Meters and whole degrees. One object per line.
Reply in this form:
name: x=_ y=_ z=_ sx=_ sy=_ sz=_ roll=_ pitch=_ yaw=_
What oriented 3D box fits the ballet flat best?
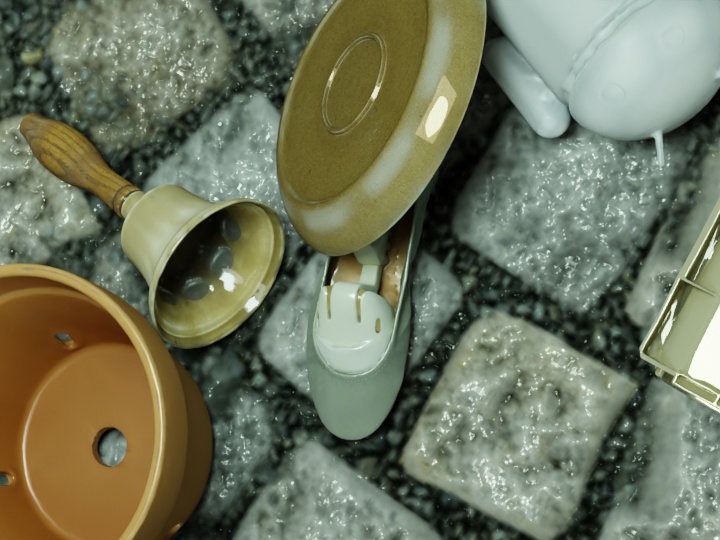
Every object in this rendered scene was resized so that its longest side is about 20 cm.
ballet flat: x=0.000 y=0.000 z=1.544 sx=0.067 sy=0.064 sz=0.201 roll=9 pitch=81 yaw=20

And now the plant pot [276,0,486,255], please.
plant pot: x=0.004 y=-0.107 z=1.521 sx=0.200 sy=0.027 sz=0.201 roll=-38 pitch=40 yaw=42

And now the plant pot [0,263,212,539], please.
plant pot: x=-0.177 y=0.103 z=1.535 sx=0.199 sy=0.140 sz=0.202 roll=-3 pitch=83 yaw=22

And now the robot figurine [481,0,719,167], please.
robot figurine: x=0.142 y=-0.158 z=1.502 sx=0.170 sy=0.113 sz=0.200 roll=-49 pitch=66 yaw=29

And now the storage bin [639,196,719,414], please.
storage bin: x=0.285 y=0.015 z=1.388 sx=0.198 sy=0.094 sz=0.201 roll=29 pitch=91 yaw=22

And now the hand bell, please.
hand bell: x=-0.149 y=-0.046 z=1.609 sx=0.200 sy=0.104 sz=0.104 roll=37 pitch=92 yaw=35
